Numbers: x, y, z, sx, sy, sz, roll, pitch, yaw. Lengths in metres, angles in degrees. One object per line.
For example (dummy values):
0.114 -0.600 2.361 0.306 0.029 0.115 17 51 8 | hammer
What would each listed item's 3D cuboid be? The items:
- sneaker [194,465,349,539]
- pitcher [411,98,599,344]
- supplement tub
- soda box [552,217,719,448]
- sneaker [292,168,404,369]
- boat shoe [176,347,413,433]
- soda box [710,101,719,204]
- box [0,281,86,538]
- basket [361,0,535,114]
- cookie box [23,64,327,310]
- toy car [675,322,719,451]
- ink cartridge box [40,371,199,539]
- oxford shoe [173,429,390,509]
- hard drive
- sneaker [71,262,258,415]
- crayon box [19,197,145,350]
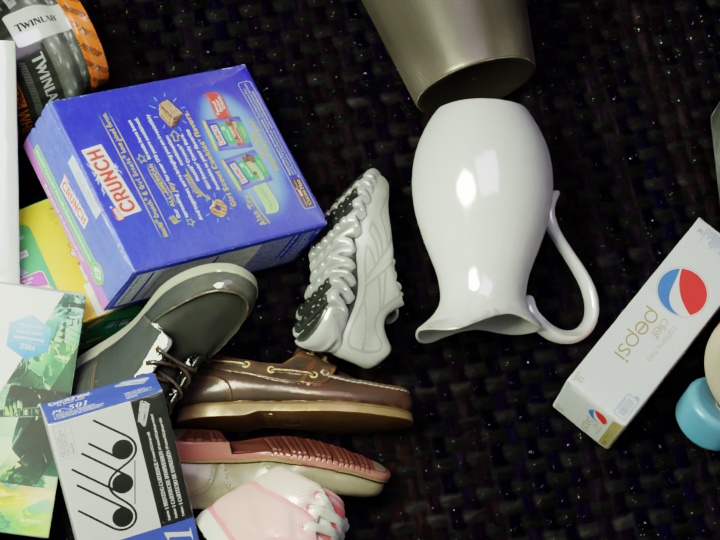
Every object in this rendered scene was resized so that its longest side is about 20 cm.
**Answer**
-0.042 0.224 1.550 0.104 0.076 0.200 -36 44 -7 | sneaker
0.127 -0.037 1.738 0.171 0.121 0.201 6 76 -25 | pitcher
-0.324 -0.164 1.732 0.199 0.123 0.123 -28 73 -15 | supplement tub
0.251 0.054 1.727 0.064 0.068 0.200 39 69 10 | soda box
0.000 0.000 1.719 0.081 0.075 0.201 29 48 -18 | sneaker
-0.054 0.097 1.678 0.198 0.070 0.071 3 68 -4 | boat shoe
0.352 -0.083 1.751 0.063 0.071 0.201 14 45 -12 | soda box
-0.306 0.107 1.620 0.143 0.036 0.201 9 90 -13 | box
0.076 -0.254 1.805 0.179 0.136 0.201 -20 74 7 | basket
-0.156 -0.073 1.701 0.199 0.075 0.172 -14 68 -36 | cookie box
0.398 0.075 1.705 0.177 0.185 0.200 41 41 12 | toy car
-0.180 0.188 1.579 0.093 0.044 0.201 -15 112 -12 | ink cartridge box
-0.076 0.176 1.658 0.199 0.070 0.075 6 95 -5 | oxford shoe
-0.345 -0.086 1.644 0.131 0.025 0.202 -1 87 -13 | hard drive
-0.154 0.084 1.616 0.075 0.200 0.107 35 30 -33 | sneaker
-0.294 0.021 1.693 0.199 0.058 0.119 -22 71 -14 | crayon box
